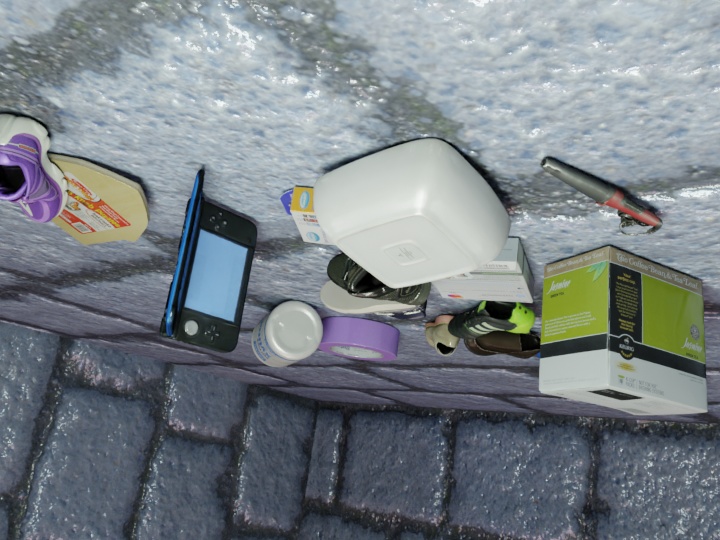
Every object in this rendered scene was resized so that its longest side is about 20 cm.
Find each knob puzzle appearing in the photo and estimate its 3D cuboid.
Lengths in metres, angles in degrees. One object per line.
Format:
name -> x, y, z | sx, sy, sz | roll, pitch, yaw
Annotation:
knob puzzle -> -0.384, -0.108, 0.948 | 0.218, 0.031, 0.220 | 9, 149, 5

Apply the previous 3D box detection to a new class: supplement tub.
supplement tub -> -0.172, 0.150, 1.534 | 0.131, 0.133, 0.200 | 13, 161, -17

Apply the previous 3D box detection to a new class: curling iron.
curling iron -> 0.271, -0.079, 0.748 | 0.199, 0.026, 0.049 | 20, 157, -33

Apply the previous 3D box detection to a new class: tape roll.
tape roll -> -0.006, 0.170, 1.635 | 0.199, 0.066, 0.200 | 7, 163, 2

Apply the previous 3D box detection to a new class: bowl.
bowl -> 0.058, -0.048, 0.784 | 0.199, 0.075, 0.200 | -14, 144, 35

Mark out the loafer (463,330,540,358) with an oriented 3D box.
loafer -> 0.304, 0.140, 1.394 | 0.199, 0.073, 0.071 | 8, 160, -27

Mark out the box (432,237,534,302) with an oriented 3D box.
box -> 0.180, 0.001, 1.033 | 0.155, 0.041, 0.200 | 2, 161, 22

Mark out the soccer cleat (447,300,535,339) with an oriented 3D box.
soccer cleat -> 0.237, 0.087, 1.267 | 0.199, 0.068, 0.081 | -12, 136, 47

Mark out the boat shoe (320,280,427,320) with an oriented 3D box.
boat shoe -> 0.030, 0.059, 1.231 | 0.199, 0.075, 0.093 | 1, 154, 20

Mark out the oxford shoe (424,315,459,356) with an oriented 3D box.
oxford shoe -> 0.177, 0.153, 1.471 | 0.070, 0.074, 0.200 | 8, 163, 0

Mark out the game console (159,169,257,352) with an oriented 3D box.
game console -> -0.193, -0.004, 0.893 | 0.118, 0.201, 0.170 | -8, 157, 43

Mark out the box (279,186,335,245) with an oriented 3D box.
box -> -0.010, -0.067, 0.905 | 0.199, 0.042, 0.119 | 4, 163, 6

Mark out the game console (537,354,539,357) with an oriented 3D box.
game console -> 0.515, 0.180, 1.497 | 0.170, 0.119, 0.200 | -19, 179, -31

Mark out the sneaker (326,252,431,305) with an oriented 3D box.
sneaker -> 0.000, 0.000, 1.003 | 0.114, 0.077, 0.199 | 18, 180, -44

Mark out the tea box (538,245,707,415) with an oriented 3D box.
tea box -> 0.380, 0.094, 0.967 | 0.199, 0.198, 0.133 | 17, 161, -24

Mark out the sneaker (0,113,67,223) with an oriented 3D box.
sneaker -> -0.432, -0.113, 0.842 | 0.080, 0.084, 0.200 | 14, 153, -5
